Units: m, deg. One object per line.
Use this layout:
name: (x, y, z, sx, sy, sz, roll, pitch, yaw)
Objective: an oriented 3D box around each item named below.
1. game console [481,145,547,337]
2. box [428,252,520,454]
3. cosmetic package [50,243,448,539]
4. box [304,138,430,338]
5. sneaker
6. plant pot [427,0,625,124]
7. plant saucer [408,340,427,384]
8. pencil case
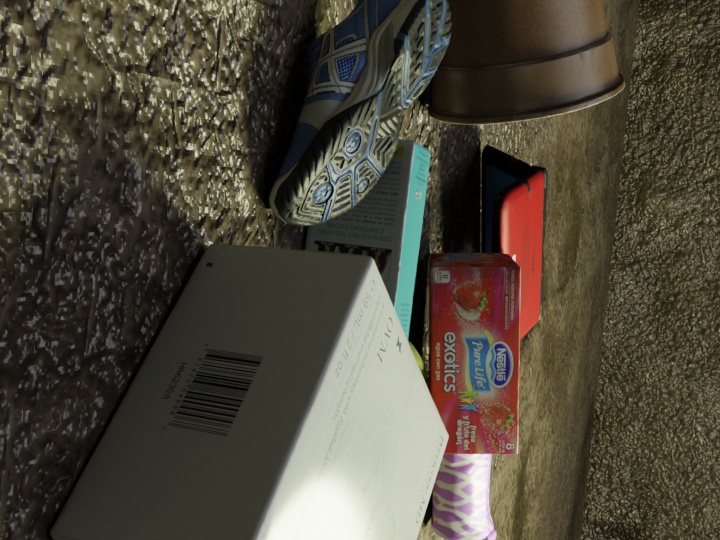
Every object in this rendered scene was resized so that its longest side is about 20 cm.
game console: (0.162, -0.029, 1.115, 0.172, 0.117, 0.203, -34, 128, -47)
box: (0.121, 0.086, 0.979, 0.100, 0.094, 0.203, -71, 160, -81)
cosmetic package: (-0.046, 0.127, 0.557, 0.201, 0.121, 0.201, 66, 38, -46)
box: (0.000, 0.000, 0.710, 0.049, 0.081, 0.203, 8, 89, -69)
sneaker: (-0.010, -0.122, 0.666, 0.201, 0.076, 0.076, -58, 149, -13)
plant pot: (0.150, -0.267, 0.884, 0.200, 0.197, 0.201, -46, 131, -57)
plant saucer: (0.031, 0.161, 0.910, 0.200, 0.031, 0.203, 7, 90, -68)
pencil case: (0.130, 0.230, 1.108, 0.084, 0.084, 0.203, -37, 131, -63)
